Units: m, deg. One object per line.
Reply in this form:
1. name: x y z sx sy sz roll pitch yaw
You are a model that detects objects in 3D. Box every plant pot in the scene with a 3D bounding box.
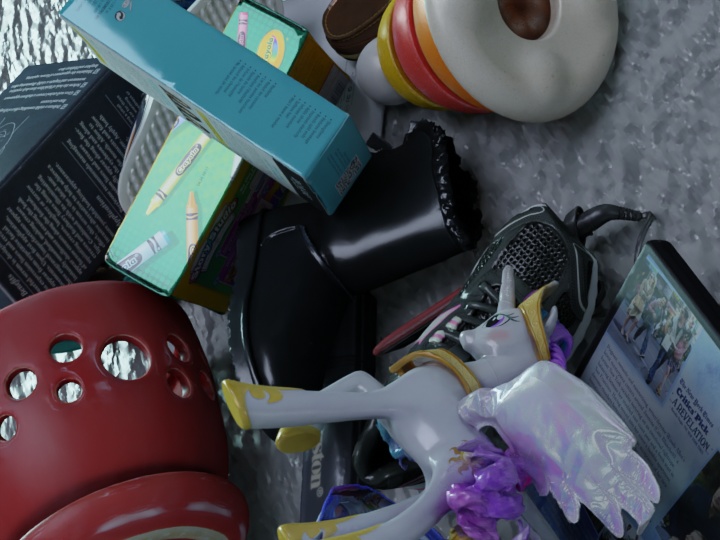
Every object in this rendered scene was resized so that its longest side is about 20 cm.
1. plant pot: -0.178 0.136 1.022 0.200 0.200 0.183 -44 55 20

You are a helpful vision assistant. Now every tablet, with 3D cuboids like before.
1. tablet: -0.031 -0.123 1.121 0.129 0.014 0.202 -9 66 41

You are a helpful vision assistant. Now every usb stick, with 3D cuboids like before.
1. usb stick: -0.015 0.107 0.993 0.055 0.032 0.202 -15 63 38

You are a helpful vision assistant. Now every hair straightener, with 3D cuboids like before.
1. hair straightener: 0.102 0.029 0.923 0.199 0.041 0.077 -35 77 21

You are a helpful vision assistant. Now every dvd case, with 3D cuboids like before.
1. dvd case: 0.150 0.105 0.789 0.143 0.017 0.201 61 141 41

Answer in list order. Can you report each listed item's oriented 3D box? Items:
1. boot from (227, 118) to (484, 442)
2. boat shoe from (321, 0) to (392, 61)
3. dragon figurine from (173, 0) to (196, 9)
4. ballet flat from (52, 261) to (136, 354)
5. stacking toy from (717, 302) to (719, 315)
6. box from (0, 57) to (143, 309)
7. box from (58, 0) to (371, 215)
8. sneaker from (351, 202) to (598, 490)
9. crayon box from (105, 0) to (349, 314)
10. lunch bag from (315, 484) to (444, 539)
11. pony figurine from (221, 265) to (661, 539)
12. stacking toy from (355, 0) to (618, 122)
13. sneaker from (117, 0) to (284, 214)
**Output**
1. boot: 0.000 0.001 0.959 0.161 0.074 0.200 -23 41 18
2. boat shoe: 0.044 -0.227 1.049 0.199 0.067 0.073 -37 52 22
3. dragon figurine: -0.155 -0.207 1.186 0.059 0.199 0.099 -55 7 7
4. ballet flat: -0.181 0.004 1.183 0.199 0.068 0.076 -25 35 27
5. stacking toy: 0.254 -0.042 0.775 0.085 0.085 0.202 17 79 46
6. box: -0.256 -0.062 1.182 0.148 0.107 0.201 4 48 48
7. box: -0.091 -0.116 0.946 0.199 0.082 0.049 34 84 16
8. sneaker: 0.064 0.057 0.871 0.080 0.086 0.201 35 109 18
9. crayon box: -0.089 -0.074 1.047 0.058 0.119 0.202 28 89 15
10. lunch bag: 0.010 0.242 0.813 0.201 0.122 0.171 56 140 44
11. pony figurine: 0.054 0.096 0.763 0.198 0.167 0.194 -21 56 -17
12. stacking toy: 0.060 -0.154 0.993 0.199 0.145 0.148 -14 62 60
13. sneaker: -0.125 -0.128 1.128 0.201 0.078 0.079 -61 9 -2
